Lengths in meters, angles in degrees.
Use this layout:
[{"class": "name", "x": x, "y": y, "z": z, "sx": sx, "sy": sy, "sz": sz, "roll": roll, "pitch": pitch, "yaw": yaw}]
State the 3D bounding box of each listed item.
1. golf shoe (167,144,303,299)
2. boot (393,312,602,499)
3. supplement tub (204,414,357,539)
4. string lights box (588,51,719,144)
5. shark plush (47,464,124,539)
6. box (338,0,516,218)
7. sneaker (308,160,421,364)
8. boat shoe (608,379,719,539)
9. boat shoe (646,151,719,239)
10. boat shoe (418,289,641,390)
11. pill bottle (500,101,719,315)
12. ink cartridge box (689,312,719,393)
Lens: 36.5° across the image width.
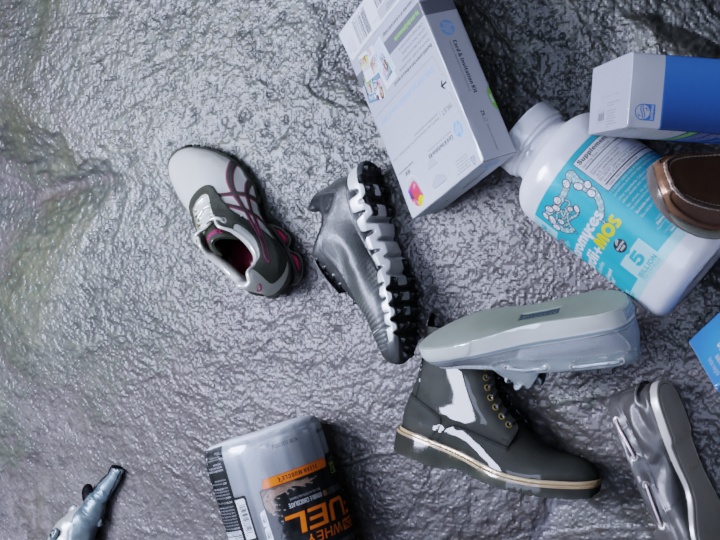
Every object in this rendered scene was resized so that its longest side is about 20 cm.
[{"class": "golf shoe", "x": -0.140, "y": -0.057, "z": 1.121, "sx": 0.200, "sy": 0.088, "sz": 0.077, "roll": 49, "pitch": 111, "yaw": 17}, {"class": "boot", "x": 0.132, "y": 0.125, "z": 1.013, "sx": 0.200, "sy": 0.077, "sz": 0.139, "roll": 12, "pitch": 92, "yaw": 23}, {"class": "supplement tub", "x": -0.071, "y": 0.253, "z": 1.081, "sx": 0.122, "sy": 0.122, "sz": 0.200, "roll": -20, "pitch": 84, "yaw": 24}, {"class": "string lights box", "x": 0.293, "y": -0.130, "z": 0.865, "sx": 0.200, "sy": 0.103, "sz": 0.059, "roll": 3, "pitch": 93, "yaw": -5}, {"class": "shark plush", "x": -0.312, "y": 0.317, "z": 1.247, "sx": 0.083, "sy": 0.091, "sz": 0.200, "roll": 22, "pitch": 80, "yaw": 3}, {"class": "box", "x": 0.056, "y": -0.167, "z": 1.002, "sx": 0.200, "sy": 0.041, "sz": 0.156, "roll": 69, "pitch": 155, "yaw": 8}, {"class": "sneaker", "x": 0.000, "y": 0.000, "z": 1.073, "sx": 0.090, "sy": 0.066, "sz": 0.200, "roll": -19, "pitch": 80, "yaw": 27}, {"class": "boat shoe", "x": 0.272, "y": 0.196, "z": 0.958, "sx": 0.057, "sy": 0.067, "sz": 0.200, "roll": -23, "pitch": 78, "yaw": 40}, {"class": "boat shoe", "x": 0.310, "y": -0.070, "z": 0.856, "sx": 0.072, "sy": 0.200, "sz": 0.076, "roll": -44, "pitch": 54, "yaw": 50}, {"class": "boat shoe", "x": 0.148, "y": 0.071, "z": 0.960, "sx": 0.201, "sy": 0.070, "sz": 0.072, "roll": -12, "pitch": 108, "yaw": 29}, {"class": "pill bottle", "x": 0.215, "y": -0.061, "z": 0.944, "sx": 0.200, "sy": 0.111, "sz": 0.111, "roll": 40, "pitch": 107, "yaw": 19}, {"class": "ink cartridge box", "x": 0.387, "y": 0.047, "z": 0.854, "sx": 0.145, "sy": 0.084, "sz": 0.200, "roll": 38, "pitch": 109, "yaw": -13}]
